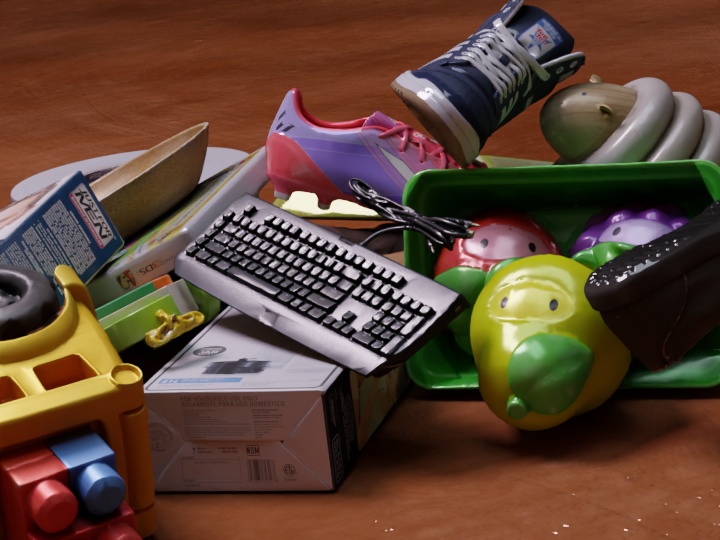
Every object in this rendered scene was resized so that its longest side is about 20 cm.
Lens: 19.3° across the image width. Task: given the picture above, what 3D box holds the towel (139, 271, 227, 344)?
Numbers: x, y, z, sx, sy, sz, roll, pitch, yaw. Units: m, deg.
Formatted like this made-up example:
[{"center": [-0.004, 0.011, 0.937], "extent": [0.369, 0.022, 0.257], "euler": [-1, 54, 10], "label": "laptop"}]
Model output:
[{"center": [-0.126, 0.005, 1.537], "extent": [0.111, 0.049, 0.200], "euler": [-14, 16, 2], "label": "towel"}]

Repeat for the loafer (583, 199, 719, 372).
[{"center": [0.216, -0.002, 1.193], "extent": [0.200, 0.072, 0.073], "euler": [-25, 8, -21], "label": "loafer"}]

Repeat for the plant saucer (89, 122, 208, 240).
[{"center": [-0.183, -0.037, 1.482], "extent": [0.200, 0.035, 0.200], "euler": [-30, 10, 6], "label": "plant saucer"}]

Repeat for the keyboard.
[{"center": [-0.012, -0.009, 1.247], "extent": [0.127, 0.021, 0.200], "euler": [-40, 41, -23], "label": "keyboard"}]

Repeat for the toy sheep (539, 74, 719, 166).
[{"center": [0.197, -0.050, 1.402], "extent": [0.138, 0.200, 0.138], "euler": [-43, 20, 20], "label": "toy sheep"}]

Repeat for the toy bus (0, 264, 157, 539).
[{"center": [-0.199, 0.105, 1.092], "extent": [0.200, 0.136, 0.192], "euler": [-16, 33, -24], "label": "toy bus"}]

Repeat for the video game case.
[{"center": [-0.154, -0.011, 1.435], "extent": [0.182, 0.023, 0.200], "euler": [-28, 10, 21], "label": "video game case"}]

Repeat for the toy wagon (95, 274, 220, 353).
[{"center": [-0.159, 0.045, 1.293], "extent": [0.155, 0.040, 0.200], "euler": [-29, 0, -35], "label": "toy wagon"}]

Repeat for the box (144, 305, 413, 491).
[{"center": [-0.044, 0.066, 1.257], "extent": [0.116, 0.060, 0.200], "euler": [-2, 16, 18], "label": "box"}]

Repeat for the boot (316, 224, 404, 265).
[{"center": [0.000, 0.000, 1.463], "extent": [0.199, 0.073, 0.166], "euler": [8, 8, 7], "label": "boot"}]

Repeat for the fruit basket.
[{"center": [0.117, 0.014, 1.254], "extent": [0.215, 0.156, 0.216], "euler": [-1, -2, 0], "label": "fruit basket"}]

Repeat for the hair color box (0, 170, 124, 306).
[{"center": [-0.232, 0.017, 1.290], "extent": [0.100, 0.061, 0.200], "euler": [-24, 14, 25], "label": "hair color box"}]

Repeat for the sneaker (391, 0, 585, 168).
[{"center": [0.084, -0.125, 1.341], "extent": [0.108, 0.070, 0.200], "euler": [-40, 0, 7], "label": "sneaker"}]

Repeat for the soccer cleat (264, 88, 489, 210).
[{"center": [0.034, -0.068, 1.438], "extent": [0.199, 0.077, 0.067], "euler": [11, 11, -2], "label": "soccer cleat"}]

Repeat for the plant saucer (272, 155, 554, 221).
[{"center": [0.060, -0.061, 1.608], "extent": [0.199, 0.048, 0.200], "euler": [1, 1, 27], "label": "plant saucer"}]

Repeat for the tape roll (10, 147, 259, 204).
[{"center": [-0.181, -0.047, 1.725], "extent": [0.200, 0.066, 0.200], "euler": [-7, 15, 2], "label": "tape roll"}]
